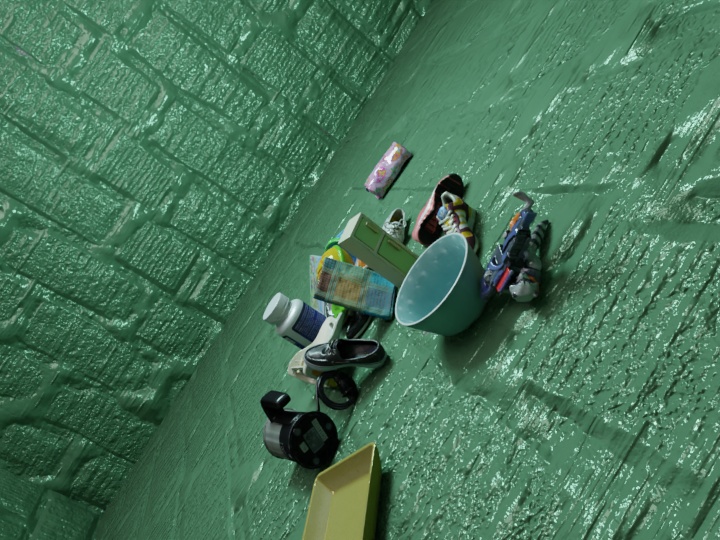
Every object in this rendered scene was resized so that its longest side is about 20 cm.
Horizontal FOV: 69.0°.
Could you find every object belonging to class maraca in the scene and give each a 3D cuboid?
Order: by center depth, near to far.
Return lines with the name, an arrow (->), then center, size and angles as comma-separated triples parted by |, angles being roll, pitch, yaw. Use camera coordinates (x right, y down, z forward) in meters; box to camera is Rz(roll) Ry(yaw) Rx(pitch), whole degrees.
maraca -> -0.063, 0.033, 1.410 | 0.137, 0.105, 0.204 | 147, 120, -70

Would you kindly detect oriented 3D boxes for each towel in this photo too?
towel -> -0.008, 0.042, 1.298 | 0.148, 0.197, 0.022 | -78, 6, -47

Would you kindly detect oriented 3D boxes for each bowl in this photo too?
bowl -> 0.166, 0.041, 0.990 | 0.201, 0.104, 0.202 | -48, 21, 25

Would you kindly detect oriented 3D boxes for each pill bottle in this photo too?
pill bottle -> -0.178, 0.155, 1.530 | 0.120, 0.199, 0.120 | -47, 20, 23

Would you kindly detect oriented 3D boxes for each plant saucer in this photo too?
plant saucer -> -0.028, 0.435, 0.925 | 0.200, 0.048, 0.202 | -43, 22, 36

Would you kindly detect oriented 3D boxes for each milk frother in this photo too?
milk frother -> -0.115, 0.338, 1.218 | 0.197, 0.184, 0.187 | -16, -2, -30

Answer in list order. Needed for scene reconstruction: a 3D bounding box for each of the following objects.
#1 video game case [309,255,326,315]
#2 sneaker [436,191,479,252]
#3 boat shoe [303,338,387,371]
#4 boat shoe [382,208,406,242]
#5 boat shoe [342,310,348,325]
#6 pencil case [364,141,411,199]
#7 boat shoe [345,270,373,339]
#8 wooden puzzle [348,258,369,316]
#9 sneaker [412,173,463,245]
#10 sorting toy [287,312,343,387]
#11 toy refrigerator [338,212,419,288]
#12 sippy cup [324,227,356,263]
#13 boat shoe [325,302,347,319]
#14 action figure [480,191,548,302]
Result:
video game case -> -0.135, 0.055, 1.701 | 0.182, 0.022, 0.204 | -169, 77, -71
sneaker -> 0.202, -0.092, 1.142 | 0.075, 0.090, 0.202 | -43, 22, 32
boat shoe -> -0.041, 0.183, 1.175 | 0.196, 0.067, 0.071 | 0, 51, 18
boat shoe -> 0.096, -0.109, 1.464 | 0.203, 0.074, 0.087 | -68, 4, -49
boat shoe -> -0.071, 0.093, 1.568 | 0.075, 0.068, 0.201 | -47, 20, 25
pencil case -> 0.096, -0.357, 1.873 | 0.201, 0.087, 0.087 | -56, 18, 6
boat shoe -> 0.006, 0.088, 1.383 | 0.201, 0.066, 0.074 | -57, 19, 0
wooden puzzle -> 0.000, 0.000, 1.490 | 0.201, 0.037, 0.187 | -78, 3, -51
sneaker -> 0.185, -0.159, 1.326 | 0.202, 0.073, 0.087 | -59, 17, -6
sorting toy -> -0.092, 0.196, 1.338 | 0.183, 0.105, 0.200 | -70, 14, -17
toy refrigerator -> 0.051, -0.047, 1.282 | 0.070, 0.199, 0.077 | -25, 34, 57
sippy cup -> -0.028, -0.076, 1.664 | 0.177, 0.140, 0.131 | -25, 24, 41
boat shoe -> -0.067, 0.054, 1.499 | 0.073, 0.062, 0.203 | -3, 59, 25
action figure -> 0.273, -0.037, 0.862 | 0.201, 0.103, 0.196 | 107, 177, -53
